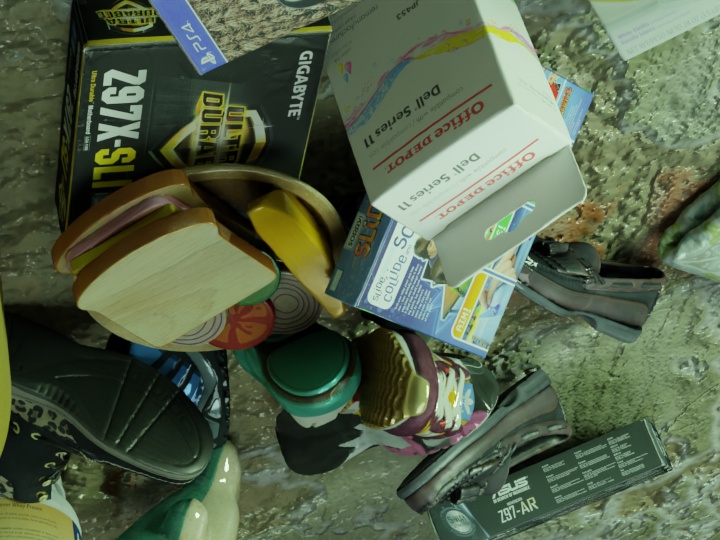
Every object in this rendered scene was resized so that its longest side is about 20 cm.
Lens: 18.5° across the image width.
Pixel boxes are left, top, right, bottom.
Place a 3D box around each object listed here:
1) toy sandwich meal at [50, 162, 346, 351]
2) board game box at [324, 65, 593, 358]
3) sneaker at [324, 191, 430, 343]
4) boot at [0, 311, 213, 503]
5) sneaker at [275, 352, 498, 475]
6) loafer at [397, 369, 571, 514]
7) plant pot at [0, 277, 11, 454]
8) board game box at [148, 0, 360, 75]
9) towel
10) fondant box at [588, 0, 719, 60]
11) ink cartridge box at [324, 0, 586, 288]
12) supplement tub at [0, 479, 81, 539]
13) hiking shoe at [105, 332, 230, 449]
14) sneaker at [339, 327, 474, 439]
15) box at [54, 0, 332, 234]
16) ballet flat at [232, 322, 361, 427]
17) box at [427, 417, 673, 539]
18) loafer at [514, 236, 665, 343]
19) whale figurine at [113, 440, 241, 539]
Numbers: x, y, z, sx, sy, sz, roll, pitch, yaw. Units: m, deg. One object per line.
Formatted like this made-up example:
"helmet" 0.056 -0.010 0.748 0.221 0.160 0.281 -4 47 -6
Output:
"toy sandwich meal" -0.100 0.005 1.468 0.205 0.070 0.205 -8 140 -6
"board game box" 0.069 -0.053 1.491 0.135 0.034 0.200 23 89 -43
"sneaker" 0.000 0.000 1.602 0.114 0.076 0.199 -2 156 5
"boot" -0.207 0.121 1.611 0.203 0.074 0.154 26 143 6
"sneaker" 0.027 0.097 1.714 0.200 0.080 0.086 -13 -168 38
"loafer" 0.106 0.144 1.745 0.072 0.063 0.200 -39 177 41
"plant pot" -0.316 0.047 1.412 0.194 0.200 0.196 -10 144 -12
"board game box" -0.044 -0.229 1.253 0.200 0.097 0.159 -24 144 8
"towel" 0.352 -0.052 1.709 0.171 0.048 0.200 20 130 -37
"fondant box" 0.190 -0.234 1.385 0.144 0.058 0.200 -26 142 11
"ink cartridge box" 0.053 -0.102 1.375 0.117 0.200 0.067 -35 141 22
"supplement tub" -0.280 0.247 1.685 0.144 0.200 0.144 -8 142 -6
"hiking shoe" -0.143 0.059 1.626 0.087 0.074 0.200 -7 135 -1
"sneaker" 0.044 0.081 1.542 0.090 0.075 0.200 13 180 -11
"box" -0.113 -0.097 1.441 0.160 0.049 0.200 -4 142 -16
"ballet flat" -0.041 0.071 1.570 0.067 0.200 0.070 -26 117 -12
"box" 0.165 0.187 1.887 0.200 0.044 0.160 -24 170 7
"loafer" 0.165 0.000 1.688 0.063 0.072 0.200 -53 142 11
"whale figurine" -0.153 0.224 1.753 0.104 0.200 0.159 14 143 5
